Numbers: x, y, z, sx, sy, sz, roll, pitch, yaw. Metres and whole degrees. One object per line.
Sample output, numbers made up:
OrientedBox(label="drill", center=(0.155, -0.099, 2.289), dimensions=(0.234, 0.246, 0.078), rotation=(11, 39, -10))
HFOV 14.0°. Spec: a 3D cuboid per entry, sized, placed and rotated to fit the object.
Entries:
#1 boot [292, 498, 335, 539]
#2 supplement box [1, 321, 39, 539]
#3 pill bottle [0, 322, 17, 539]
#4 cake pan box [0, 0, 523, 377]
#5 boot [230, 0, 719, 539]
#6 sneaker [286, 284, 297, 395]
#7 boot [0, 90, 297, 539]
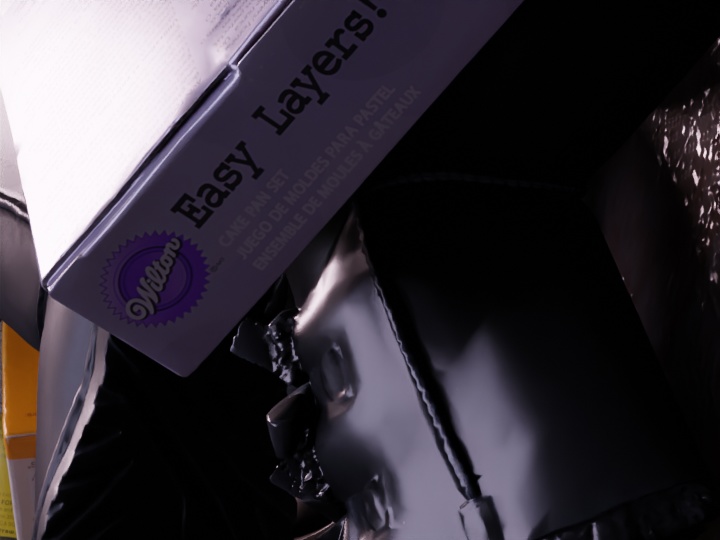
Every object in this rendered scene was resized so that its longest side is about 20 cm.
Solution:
OrientedBox(label="boot", center=(0.012, 0.054, 0.901), dimensions=(0.200, 0.075, 0.097), rotation=(-29, 48, 60))
OrientedBox(label="supplement box", center=(-0.105, 0.103, 1.231), dimensions=(0.126, 0.073, 0.200), rotation=(-99, 6, -52))
OrientedBox(label="pill bottle", center=(-0.142, 0.054, 1.424), dimensions=(0.112, 0.112, 0.200), rotation=(164, 114, -75))
OrientedBox(label="cake pan box", center=(-0.018, -0.091, 0.738), dimensions=(0.200, 0.052, 0.184), rotation=(-49, 26, 13))
OrientedBox(label="boot", center=(0.050, -0.006, 0.736), dimensions=(0.198, 0.073, 0.163), rotation=(-30, 67, 33))
OrientedBox(label="sneaker", center=(0.000, 0.000, 1.012), dimensions=(0.115, 0.075, 0.200), rotation=(-41, -51, -67))
OrientedBox(label="boot", center=(-0.078, 0.027, 0.915), dimensions=(0.168, 0.076, 0.200), rotation=(-156, 70, -68))
